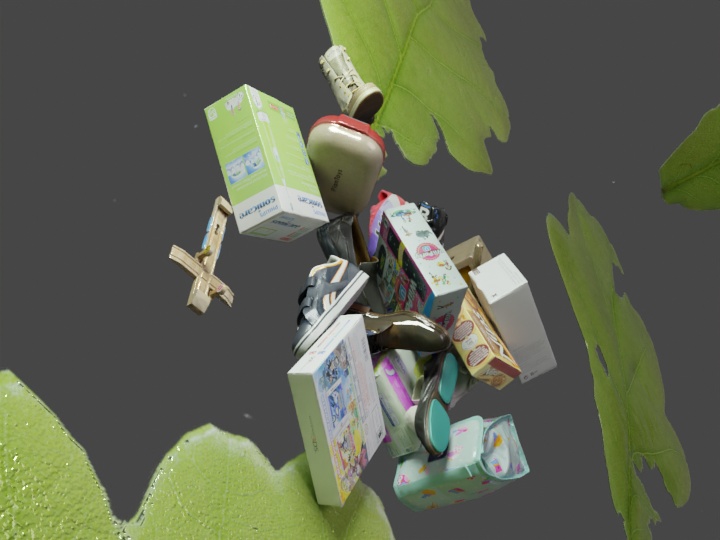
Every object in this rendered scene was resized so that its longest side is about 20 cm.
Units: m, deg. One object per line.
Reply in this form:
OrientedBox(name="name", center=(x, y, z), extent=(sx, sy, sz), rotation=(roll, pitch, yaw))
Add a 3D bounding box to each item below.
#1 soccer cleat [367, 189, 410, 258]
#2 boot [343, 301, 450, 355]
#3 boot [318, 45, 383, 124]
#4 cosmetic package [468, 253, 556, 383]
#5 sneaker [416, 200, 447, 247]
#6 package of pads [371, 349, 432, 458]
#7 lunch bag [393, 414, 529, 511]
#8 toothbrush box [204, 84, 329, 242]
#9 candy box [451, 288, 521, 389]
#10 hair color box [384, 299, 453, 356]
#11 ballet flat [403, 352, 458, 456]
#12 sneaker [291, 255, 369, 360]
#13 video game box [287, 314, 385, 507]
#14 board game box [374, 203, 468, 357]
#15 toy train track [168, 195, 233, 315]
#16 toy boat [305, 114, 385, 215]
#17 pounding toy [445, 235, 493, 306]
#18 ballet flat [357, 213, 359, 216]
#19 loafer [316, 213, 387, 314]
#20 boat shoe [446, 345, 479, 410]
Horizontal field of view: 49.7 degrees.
OrientedBox(name="soccer cleat", center=(0.039, -0.083, 1.474), extent=(0.072, 0.069, 0.201), rotation=(34, 39, -3))
OrientedBox(name="boot", center=(0.035, 0.111, 1.204), extent=(0.097, 0.196, 0.076), rotation=(-48, 139, -49))
OrientedBox(name="boot", center=(-0.022, -0.361, 1.494), extent=(0.157, 0.071, 0.200), rotation=(64, -7, 2))
OrientedBox(name="cosmetic package", center=(0.272, 0.087, 1.391), extent=(0.113, 0.080, 0.203), rotation=(-116, -179, -57))
OrientedBox(name="sneaker", center=(0.104, -0.071, 1.483), extent=(0.199, 0.072, 0.114), rotation=(-35, 137, -55))
OrientedBox(name="package of pads", center=(0.065, 0.186, 1.297), extent=(0.157, 0.067, 0.200), rotation=(60, 29, -11))
OrientedBox(name="lunch bag", center=(0.158, 0.310, 1.251), extent=(0.199, 0.168, 0.125), rotation=(5, 65, -60))
OrientedBox(name="toothbrush box", center=(-0.141, -0.157, 1.182), extent=(0.145, 0.085, 0.204), rotation=(6, 62, -66))
OrientedBox(name="candy box", center=(0.187, 0.098, 1.331), extent=(0.115, 0.055, 0.202), rotation=(30, 26, -50))
OrientedBox(name="hair color box", center=(0.123, 0.121, 1.447), extent=(0.202, 0.064, 0.110), rotation=(56, 31, -13))
OrientedBox(name="ballet flat", center=(0.109, 0.213, 1.212), extent=(0.069, 0.067, 0.202), rotation=(54, 33, -23))
OrientedBox(name="sneaker", center=(-0.064, 0.053, 1.176), extent=(0.079, 0.079, 0.200), rotation=(35, 42, 4))
OrientedBox(name="video game box", center=(-0.028, 0.193, 1.101), extent=(0.182, 0.046, 0.205), rotation=(-46, 129, -62))
OrientedBox(name="board game box", center=(0.092, 0.014, 1.283), extent=(0.063, 0.150, 0.202), rotation=(-13, 49, -21))
OrientedBox(name="toy train track", center=(-0.197, -0.029, 1.059), extent=(0.115, 0.032, 0.203), rotation=(43, 35, -34))
OrientedBox(name="toy boat", center=(-0.027, -0.191, 1.299), extent=(0.128, 0.201, 0.133), rotation=(20, 53, -3))
OrientedBox(name="pounding toy", center=(0.201, 0.036, 1.496), extent=(0.186, 0.197, 0.143), rotation=(57, 29, -13))
OrientedBox(name="ballet flat", center=(-0.028, -0.182, 1.455), extent=(0.067, 0.055, 0.205), rotation=(86, -1, -64))
OrientedBox(name="loafer", center=(0.000, 0.000, 1.323), extent=(0.203, 0.071, 0.073), rotation=(61, 28, -11))
OrientedBox(name="boat shoe", center=(0.176, 0.178, 1.354), extent=(0.072, 0.069, 0.200), rotation=(67, 26, -7))
